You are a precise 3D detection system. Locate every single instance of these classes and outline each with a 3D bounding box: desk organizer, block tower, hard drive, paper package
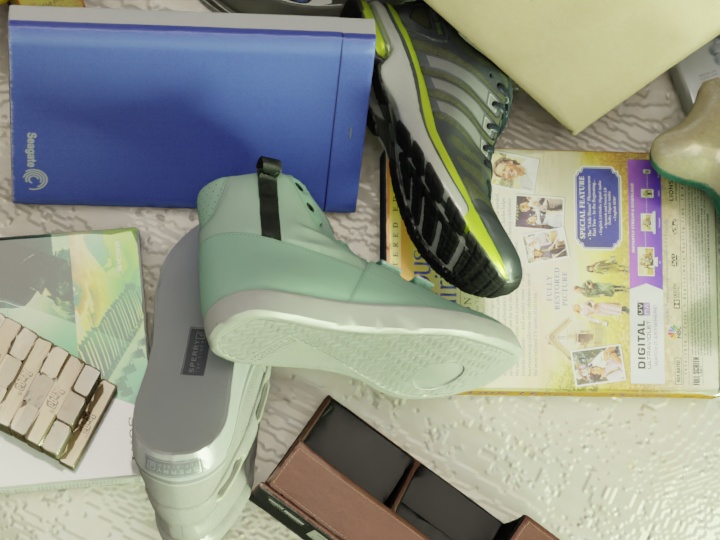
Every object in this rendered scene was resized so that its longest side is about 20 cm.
[{"bbox_3d":[0.041,0.153,1.275,0.200,0.072,0.077,36,76,0],"label":"desk organizer"},{"bbox_3d":[-0.232,0.037,1.239,0.200,0.058,0.054,29,79,-2],"label":"block tower"},{"bbox_3d":[-0.097,-0.089,1.278,0.199,0.132,0.025,1,45,-6],"label":"hard drive"},{"bbox_3d":[0.124,-0.204,1.253,0.190,0.104,0.200,-35,127,23],"label":"paper package"}]

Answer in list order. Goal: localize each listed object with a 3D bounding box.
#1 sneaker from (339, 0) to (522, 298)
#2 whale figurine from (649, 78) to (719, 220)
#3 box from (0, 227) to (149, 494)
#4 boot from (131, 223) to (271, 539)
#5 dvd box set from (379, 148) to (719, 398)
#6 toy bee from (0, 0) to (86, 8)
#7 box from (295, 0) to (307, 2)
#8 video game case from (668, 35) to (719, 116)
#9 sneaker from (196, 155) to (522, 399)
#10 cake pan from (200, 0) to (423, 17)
[{"bbox_3d":[0.056,-0.077,1.285,0.081,0.074,0.200,-14,67,-17],"label":"sneaker"},{"bbox_3d":[0.256,-0.020,1.315,0.200,0.104,0.159,37,61,8],"label":"whale figurine"},{"bbox_3d":[-0.217,0.055,1.282,0.199,0.036,0.145,-5,81,-8],"label":"box"},{"bbox_3d":[-0.085,0.063,1.277,0.073,0.096,0.200,8,46,9],"label":"boot"},{"bbox_3d":[0.110,0.002,1.328,0.199,0.029,0.147,0,80,-7],"label":"dvd box set"},{"bbox_3d":[-0.194,-0.177,1.256,0.131,0.109,0.200,-46,112,-2],"label":"toy bee"},{"bbox_3d":[-0.076,-0.254,1.279,0.200,0.032,0.121,35,97,-12],"label":"box"},{"bbox_3d":[0.262,-0.204,1.385,0.199,0.023,0.182,-19,83,-9],"label":"video game case"},{"bbox_3d":[0.000,0.000,1.254,0.200,0.074,0.118,13,49,-32],"label":"sneaker"},{"bbox_3d":[-0.027,-0.235,1.352,0.200,0.037,0.201,1,80,-5],"label":"cake pan"}]
